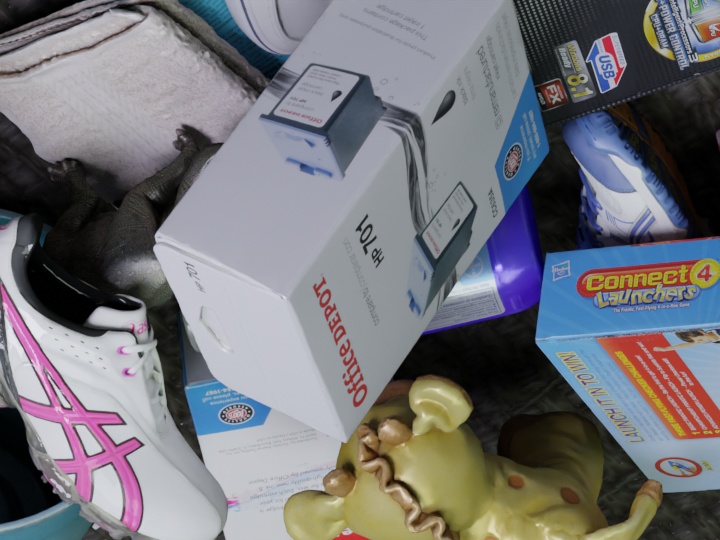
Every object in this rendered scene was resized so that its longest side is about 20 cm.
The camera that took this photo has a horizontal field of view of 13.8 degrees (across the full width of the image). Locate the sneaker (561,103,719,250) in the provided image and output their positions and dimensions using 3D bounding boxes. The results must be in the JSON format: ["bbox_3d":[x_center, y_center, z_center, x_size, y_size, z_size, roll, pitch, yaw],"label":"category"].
[{"bbox_3d":[0.149,-0.014,1.644,0.088,0.075,0.200,-25,130,15],"label":"sneaker"}]

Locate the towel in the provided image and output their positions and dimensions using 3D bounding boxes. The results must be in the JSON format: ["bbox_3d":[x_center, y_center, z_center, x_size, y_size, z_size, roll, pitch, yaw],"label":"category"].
[{"bbox_3d":[-0.097,-0.074,1.546,0.132,0.035,0.200,-17,141,35],"label":"towel"}]

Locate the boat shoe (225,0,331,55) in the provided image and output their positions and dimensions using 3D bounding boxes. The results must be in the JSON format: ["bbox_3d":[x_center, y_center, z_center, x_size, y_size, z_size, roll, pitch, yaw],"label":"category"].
[{"bbox_3d":[-0.020,-0.185,1.449,0.072,0.066,0.201,-11,129,-30],"label":"boat shoe"}]

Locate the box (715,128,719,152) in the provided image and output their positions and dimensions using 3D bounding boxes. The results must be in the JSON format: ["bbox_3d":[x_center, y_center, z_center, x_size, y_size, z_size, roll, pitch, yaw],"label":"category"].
[{"bbox_3d":[0.304,-0.073,1.597,0.200,0.096,0.100,-35,130,22],"label":"box"}]

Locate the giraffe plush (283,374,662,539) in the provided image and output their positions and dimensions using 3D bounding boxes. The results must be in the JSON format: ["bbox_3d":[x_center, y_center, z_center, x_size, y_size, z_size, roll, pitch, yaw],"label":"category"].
[{"bbox_3d":[0.047,0.128,1.630,0.162,0.200,0.173,34,85,-23],"label":"giraffe plush"}]

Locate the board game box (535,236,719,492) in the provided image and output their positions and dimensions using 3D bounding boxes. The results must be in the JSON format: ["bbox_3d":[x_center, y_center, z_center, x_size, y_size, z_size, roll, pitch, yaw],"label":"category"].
[{"bbox_3d":[0.223,0.051,1.618,0.195,0.056,0.200,-5,150,25],"label":"board game box"}]

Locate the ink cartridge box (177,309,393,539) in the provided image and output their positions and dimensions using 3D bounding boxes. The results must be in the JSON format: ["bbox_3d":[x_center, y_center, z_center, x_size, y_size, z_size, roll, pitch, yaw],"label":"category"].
[{"bbox_3d":[-0.031,0.104,1.730,0.116,0.067,0.201,-11,133,0],"label":"ink cartridge box"}]

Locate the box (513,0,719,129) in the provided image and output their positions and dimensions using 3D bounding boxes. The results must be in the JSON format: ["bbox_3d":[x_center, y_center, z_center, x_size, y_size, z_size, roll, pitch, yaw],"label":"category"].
[{"bbox_3d":[0.114,-0.171,1.514,0.159,0.044,0.200,-17,133,8],"label":"box"}]

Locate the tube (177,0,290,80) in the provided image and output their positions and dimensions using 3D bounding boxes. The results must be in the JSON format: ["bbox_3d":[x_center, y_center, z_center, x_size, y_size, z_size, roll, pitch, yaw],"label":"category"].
[{"bbox_3d":[-0.073,-0.127,1.529,0.077,0.051,0.200,-23,136,21],"label":"tube"}]

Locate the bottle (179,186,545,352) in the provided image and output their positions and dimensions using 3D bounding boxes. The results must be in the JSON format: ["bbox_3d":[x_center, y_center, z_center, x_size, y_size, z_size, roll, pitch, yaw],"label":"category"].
[{"bbox_3d":[0.000,0.000,1.628,0.199,0.084,0.065,-13,154,8],"label":"bottle"}]

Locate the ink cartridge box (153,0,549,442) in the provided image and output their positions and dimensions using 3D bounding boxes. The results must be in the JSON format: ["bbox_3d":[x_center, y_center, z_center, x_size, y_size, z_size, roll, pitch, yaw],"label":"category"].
[{"bbox_3d":[0.000,-0.039,1.473,0.086,0.200,0.147,24,157,25],"label":"ink cartridge box"}]

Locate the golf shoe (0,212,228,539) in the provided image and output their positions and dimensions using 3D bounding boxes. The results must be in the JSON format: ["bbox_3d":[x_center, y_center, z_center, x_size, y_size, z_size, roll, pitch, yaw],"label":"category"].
[{"bbox_3d":[-0.130,0.060,1.476,0.092,0.073,0.200,-37,108,23],"label":"golf shoe"}]

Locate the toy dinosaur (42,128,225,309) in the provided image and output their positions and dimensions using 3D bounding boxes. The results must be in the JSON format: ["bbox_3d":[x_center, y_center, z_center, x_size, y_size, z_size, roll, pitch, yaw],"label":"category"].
[{"bbox_3d":[-0.119,-0.011,1.525,0.199,0.103,0.077,-13,145,30],"label":"toy dinosaur"}]

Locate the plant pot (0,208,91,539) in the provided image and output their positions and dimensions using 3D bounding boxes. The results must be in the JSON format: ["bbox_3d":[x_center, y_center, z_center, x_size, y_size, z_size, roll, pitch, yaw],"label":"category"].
[{"bbox_3d":[-0.224,0.097,1.625,0.199,0.201,0.188,2,148,-10],"label":"plant pot"}]
